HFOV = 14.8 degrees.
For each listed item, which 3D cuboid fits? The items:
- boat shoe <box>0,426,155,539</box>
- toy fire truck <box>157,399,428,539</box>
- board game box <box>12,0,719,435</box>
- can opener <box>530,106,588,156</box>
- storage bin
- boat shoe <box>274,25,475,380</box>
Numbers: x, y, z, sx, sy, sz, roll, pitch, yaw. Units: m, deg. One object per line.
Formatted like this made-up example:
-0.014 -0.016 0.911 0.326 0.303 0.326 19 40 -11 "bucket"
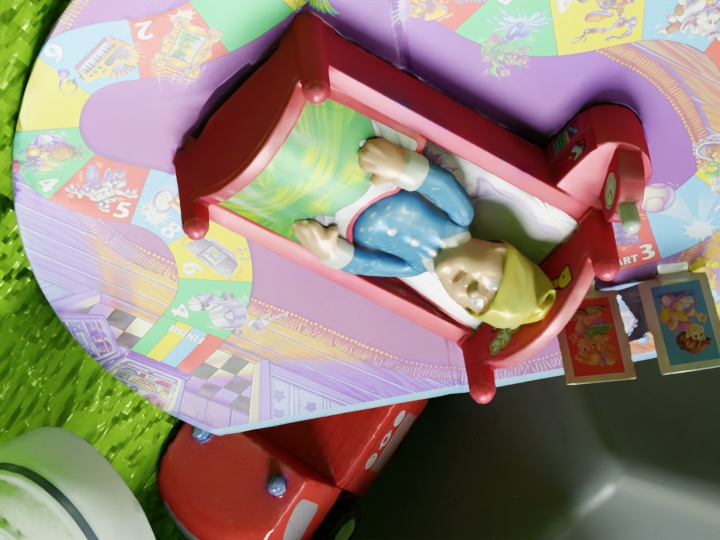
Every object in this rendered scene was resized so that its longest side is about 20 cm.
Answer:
-0.116 0.126 0.731 0.086 0.075 0.202 -32 159 -43 "boat shoe"
0.000 0.000 0.827 0.200 0.049 0.141 -56 160 -1 "toy fire truck"
0.017 -0.014 0.659 0.039 0.200 0.158 -100 179 -48 "board game box"
0.067 -0.114 0.720 0.063 0.078 0.200 20 77 -55 "can opener"
0.063 0.104 0.930 0.134 0.146 0.200 20 127 -42 "storage bin"
0.010 -0.061 0.691 0.073 0.065 0.200 -9 132 -22 "boat shoe"
